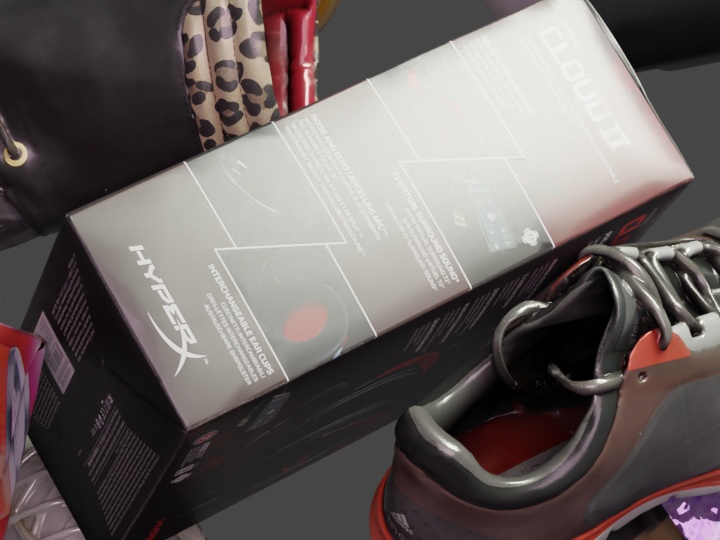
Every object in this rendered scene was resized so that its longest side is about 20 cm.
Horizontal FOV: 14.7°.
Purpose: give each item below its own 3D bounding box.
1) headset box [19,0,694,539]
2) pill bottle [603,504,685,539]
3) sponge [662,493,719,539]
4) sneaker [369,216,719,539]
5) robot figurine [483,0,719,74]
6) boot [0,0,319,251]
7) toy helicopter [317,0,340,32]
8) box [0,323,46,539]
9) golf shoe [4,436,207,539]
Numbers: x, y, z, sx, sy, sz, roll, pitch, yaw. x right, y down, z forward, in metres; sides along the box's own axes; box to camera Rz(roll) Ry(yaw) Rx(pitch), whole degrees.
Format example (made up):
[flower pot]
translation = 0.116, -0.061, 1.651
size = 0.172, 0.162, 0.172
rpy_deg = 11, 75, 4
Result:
[headset box]
translation = 0.000, 0.000, 0.862
size = 0.200, 0.149, 0.075
rpy_deg = -26, 78, -23
[pill bottle]
translation = 0.097, 0.176, 0.876
size = 0.112, 0.112, 0.200
rpy_deg = -33, 86, -8
[sponge]
translation = 0.171, 0.114, 0.960
size = 0.199, 0.030, 0.112
rpy_deg = 3, 78, -2
[sneaker]
translation = 0.090, 0.024, 0.825
size = 0.200, 0.082, 0.077
rpy_deg = -35, 59, -22
[robot figurine]
translation = 0.125, -0.133, 0.906
size = 0.199, 0.150, 0.125
rpy_deg = -10, 92, 33
[boot]
translation = -0.096, -0.108, 0.946
size = 0.150, 0.073, 0.201
rpy_deg = -8, 83, 18
[toy helicopter]
translation = 0.010, -0.167, 0.966
size = 0.079, 0.132, 0.200
rpy_deg = 37, 97, 33
[box]
translation = -0.198, 0.054, 0.861
size = 0.099, 0.200, 0.096
rpy_deg = 19, 76, -38
[golf shoe]
translation = -0.081, 0.096, 0.921
size = 0.075, 0.092, 0.200
rpy_deg = -41, 82, -6
